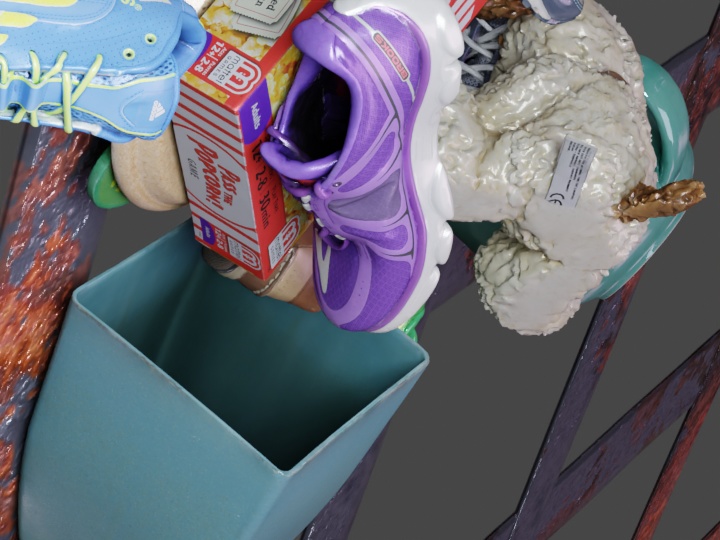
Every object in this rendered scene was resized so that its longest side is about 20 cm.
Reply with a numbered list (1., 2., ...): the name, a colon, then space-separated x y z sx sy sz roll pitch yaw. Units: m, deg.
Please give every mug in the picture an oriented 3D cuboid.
1. mug: 0.144 -0.051 1.637 0.152 0.114 0.185 -49 -177 -4

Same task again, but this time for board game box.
1. board game box: -0.010 -0.114 1.194 0.200 0.046 0.152 -53 161 -22

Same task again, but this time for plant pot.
1. plant pot: -0.088 0.098 1.327 0.141 0.141 0.201 -36 159 -50

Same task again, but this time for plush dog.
1. plush dog: 0.116 -0.086 1.450 0.200 0.160 0.173 49 35 -42

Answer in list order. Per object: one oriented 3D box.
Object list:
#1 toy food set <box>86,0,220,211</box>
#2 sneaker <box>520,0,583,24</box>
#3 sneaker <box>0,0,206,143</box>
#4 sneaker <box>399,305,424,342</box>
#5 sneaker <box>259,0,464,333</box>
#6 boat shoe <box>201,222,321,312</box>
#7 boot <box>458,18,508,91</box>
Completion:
1. toy food set: -0.064 -0.113 1.207 0.200 0.048 0.198 -50 159 -28
2. sneaker: 0.099 -0.221 1.266 0.078 0.086 0.201 -75 156 -70
3. sneaker: -0.128 -0.089 0.985 0.200 0.105 0.076 -34 148 -54
4. sneaker: 0.000 0.000 1.486 0.074 0.083 0.200 -55 160 -12
5. sneaker: -0.011 -0.048 1.139 0.083 0.081 0.201 -29 141 -27
6. boat shoe: -0.015 -0.051 1.325 0.076 0.074 0.200 -43 -166 46
7. boot: 0.070 -0.120 1.529 0.200 0.072 0.091 -52 154 -47
